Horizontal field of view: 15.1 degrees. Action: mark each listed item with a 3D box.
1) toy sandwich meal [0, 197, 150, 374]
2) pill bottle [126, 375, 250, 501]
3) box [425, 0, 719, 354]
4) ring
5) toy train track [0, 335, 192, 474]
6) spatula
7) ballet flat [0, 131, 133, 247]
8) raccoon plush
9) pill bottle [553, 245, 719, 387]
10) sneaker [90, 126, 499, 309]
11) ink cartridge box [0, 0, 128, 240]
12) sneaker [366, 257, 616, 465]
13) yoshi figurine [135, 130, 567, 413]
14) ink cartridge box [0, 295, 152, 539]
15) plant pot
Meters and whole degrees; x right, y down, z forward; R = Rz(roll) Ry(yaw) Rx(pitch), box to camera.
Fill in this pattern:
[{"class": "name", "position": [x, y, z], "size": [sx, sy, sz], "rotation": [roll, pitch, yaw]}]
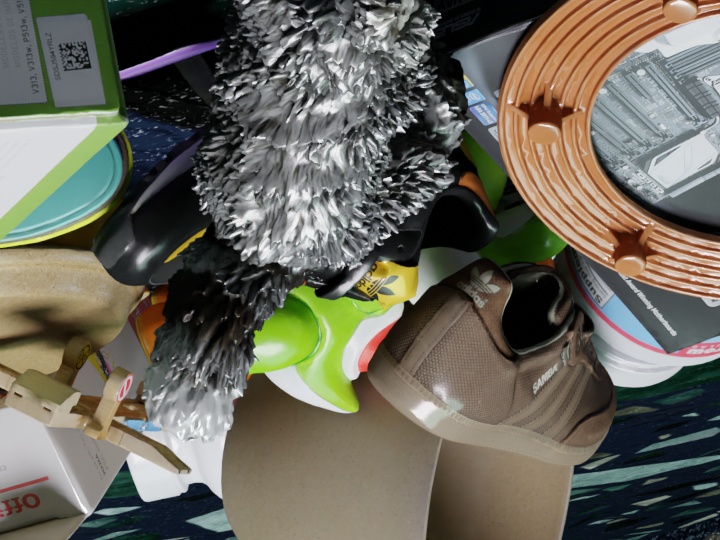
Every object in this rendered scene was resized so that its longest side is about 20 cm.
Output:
[{"class": "toy sandwich meal", "position": [-0.185, 0.005, 1.214], "size": [0.205, 0.070, 0.205], "rotation": [-12, 165, -3]}, {"class": "pill bottle", "position": [-0.034, 0.067, 1.528], "size": [0.200, 0.113, 0.113], "rotation": [-13, 168, 2]}, {"class": "box", "position": [0.139, -0.061, 1.052], "size": [0.158, 0.050, 0.200], "rotation": [-19, 134, 29]}, {"class": "ring", "position": [0.150, -0.047, 1.012], "size": [0.200, 0.019, 0.200], "rotation": [4, 140, 4]}, {"class": "toy train track", "position": [-0.112, 0.053, 1.226], "size": [0.115, 0.033, 0.200], "rotation": [25, -179, 12]}, {"class": "spatula", "position": [-0.055, -0.071, 1.095], "size": [0.056, 0.021, 0.200], "rotation": [-18, 167, 17]}, {"class": "ballet flat", "position": [-0.187, -0.037, 1.052], "size": [0.200, 0.067, 0.067], "rotation": [-10, -171, 0]}, {"class": "raccoon plush", "position": [-0.023, -0.037, 0.941], "size": [0.097, 0.200, 0.134], "rotation": [13, 173, 10]}, {"class": "pill bottle", "position": [0.155, -0.023, 1.243], "size": [0.109, 0.109, 0.200], "rotation": [-8, 156, -22]}, {"class": "sneaker", "position": [-0.016, -0.020, 1.090], "size": [0.200, 0.090, 0.070], "rotation": [-25, 164, -48]}, {"class": "ink cartridge box", "position": [-0.198, -0.055, 0.902], "size": [0.200, 0.076, 0.148], "rotation": [-5, 166, -27]}, {"class": "sneaker", "position": [0.079, 0.037, 1.194], "size": [0.076, 0.070, 0.200], "rotation": [-52, 158, 15]}, {"class": "yoshi figurine", "position": [-0.006, -0.014, 1.227], "size": [0.200, 0.112, 0.112], "rotation": [-23, 150, 8]}, {"class": "ink cartridge box", "position": [-0.175, 0.078, 1.330], "size": [0.116, 0.068, 0.200], "rotation": [-18, -161, 20]}, {"class": "plant pot", "position": [0.011, 0.100, 1.344], "size": [0.134, 0.200, 0.200], "rotation": [8, 177, 24]}]
